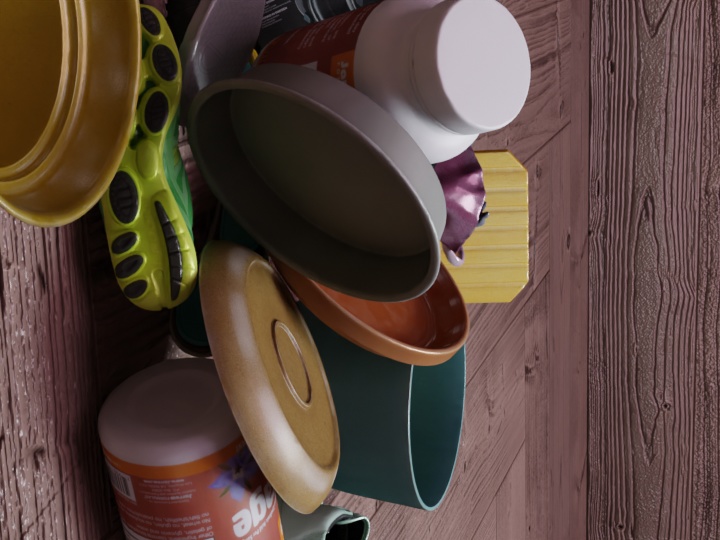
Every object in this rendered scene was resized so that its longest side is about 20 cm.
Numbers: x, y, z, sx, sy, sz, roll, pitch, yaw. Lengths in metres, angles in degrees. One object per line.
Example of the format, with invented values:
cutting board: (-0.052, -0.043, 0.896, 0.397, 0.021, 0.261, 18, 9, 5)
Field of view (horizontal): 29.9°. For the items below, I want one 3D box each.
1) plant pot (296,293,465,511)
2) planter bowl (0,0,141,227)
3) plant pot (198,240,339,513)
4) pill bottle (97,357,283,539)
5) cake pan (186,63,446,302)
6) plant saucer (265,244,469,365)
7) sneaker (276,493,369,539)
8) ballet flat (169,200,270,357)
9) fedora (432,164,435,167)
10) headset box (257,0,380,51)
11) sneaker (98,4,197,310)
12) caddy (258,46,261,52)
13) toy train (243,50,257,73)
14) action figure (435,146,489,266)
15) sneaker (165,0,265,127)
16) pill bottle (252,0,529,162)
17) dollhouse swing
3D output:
plant pot: (-0.005, 0.107, 1.211, 0.200, 0.159, 0.204, 2, 90, -72)
planter bowl: (-0.196, -0.126, 0.708, 0.200, 0.082, 0.204, 3, 90, -72)
plant pot: (-0.057, 0.069, 0.945, 0.200, 0.027, 0.202, -22, 91, -80)
pill bottle: (-0.113, 0.173, 0.960, 0.113, 0.111, 0.202, -61, 148, -54)
cake pan: (-0.026, -0.060, 0.898, 0.037, 0.198, 0.201, -54, 147, -28)
plant saucer: (0.000, 0.000, 1.069, 0.032, 0.200, 0.200, -50, 178, 26)
sneaker: (-0.040, 0.228, 1.189, 0.200, 0.117, 0.075, -19, 109, -72)
ballet flat: (-0.102, 0.006, 1.065, 0.070, 0.068, 0.201, 75, 24, -43)
fedora: (0.031, -0.149, 1.150, 0.201, 0.091, 0.203, 22, 90, -80)
headset box: (-0.030, -0.245, 1.030, 0.078, 0.147, 0.201, -97, 161, -49)
sneaker: (-0.152, -0.075, 0.906, 0.084, 0.073, 0.203, -160, -115, -78)
caddy: (-0.018, -0.248, 1.206, 0.200, 0.103, 0.143, -49, 139, -63)
toy train: (-0.093, -0.146, 1.065, 0.151, 0.055, 0.201, -97, 160, -46)
action figure: (0.023, -0.082, 1.320, 0.135, 0.198, 0.150, 61, -32, 33)
sneaker: (-0.120, -0.207, 0.935, 0.070, 0.098, 0.202, -16, 127, -58)
pill bottle: (0.017, -0.126, 0.927, 0.111, 0.199, 0.114, 4, 84, -38)
dollhouse swing: (0.079, -0.030, 1.434, 0.182, 0.173, 0.203, -41, 132, -66)
